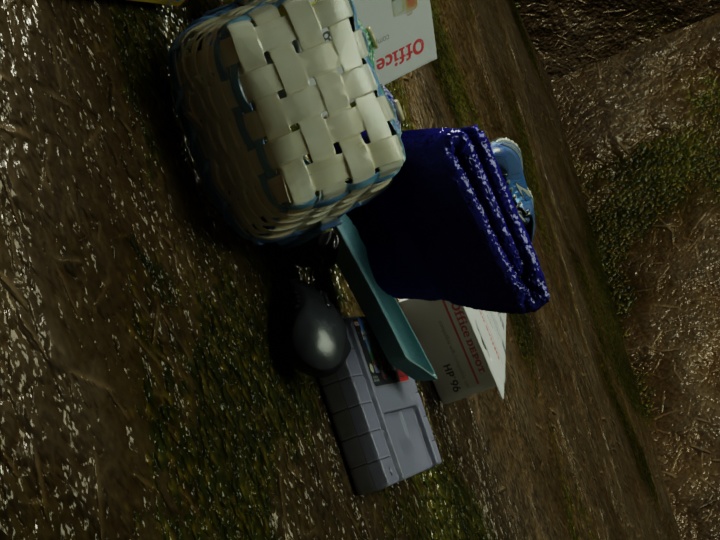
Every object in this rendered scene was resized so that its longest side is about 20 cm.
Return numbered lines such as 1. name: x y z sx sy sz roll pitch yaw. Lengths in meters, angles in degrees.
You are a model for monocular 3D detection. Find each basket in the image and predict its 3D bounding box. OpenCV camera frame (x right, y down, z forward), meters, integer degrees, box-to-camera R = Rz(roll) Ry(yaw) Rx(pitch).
1. basket: -0.052 -0.102 1.140 0.200 0.138 0.178 -4 -72 68

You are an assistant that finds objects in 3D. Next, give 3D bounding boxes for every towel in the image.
1. towel: 0.050 -0.042 1.221 0.199 0.049 0.149 9 -47 60

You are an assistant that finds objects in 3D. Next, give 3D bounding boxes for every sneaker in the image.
1. sneaker: 0.197 -0.101 2.277 0.200 0.078 0.090 55 17 -49

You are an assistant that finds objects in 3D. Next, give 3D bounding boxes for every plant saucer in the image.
1. plant saucer: 0.000 0.000 1.333 0.201 0.019 0.070 61 12 27

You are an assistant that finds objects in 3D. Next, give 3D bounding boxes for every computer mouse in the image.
1. computer mouse: -0.029 0.009 1.213 0.058 0.034 0.201 30 27 -17

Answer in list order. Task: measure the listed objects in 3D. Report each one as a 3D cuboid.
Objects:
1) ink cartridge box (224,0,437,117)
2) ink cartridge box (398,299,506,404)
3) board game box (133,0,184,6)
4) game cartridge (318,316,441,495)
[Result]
1. ink cartridge box: -0.027 -0.231 1.261 0.145 0.083 0.202 -30 123 -36
2. ink cartridge box: 0.090 0.045 1.622 0.200 0.067 0.117 -77 144 -68
3. board game box: -0.104 -0.224 1.066 0.034 0.134 0.200 53 13 1
4. game cartridge: 0.014 0.099 1.308 0.200 0.038 0.131 5 70 -76
